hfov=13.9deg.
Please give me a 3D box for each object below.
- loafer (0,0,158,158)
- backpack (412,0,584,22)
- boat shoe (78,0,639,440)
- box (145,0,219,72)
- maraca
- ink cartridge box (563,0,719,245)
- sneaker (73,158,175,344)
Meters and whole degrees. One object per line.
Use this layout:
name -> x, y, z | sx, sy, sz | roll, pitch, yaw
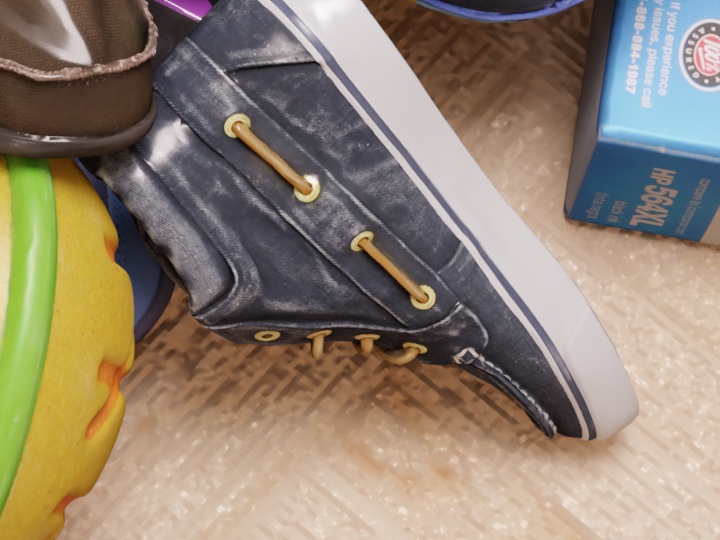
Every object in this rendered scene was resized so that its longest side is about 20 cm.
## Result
loafer -> -0.114, -0.115, 0.801 | 0.073, 0.071, 0.200 | -16, 59, -35
backpack -> 0.031, -0.177, 0.877 | 0.200, 0.135, 0.183 | 35, 108, 11
boat shoe -> 0.000, 0.000, 0.870 | 0.091, 0.200, 0.071 | -40, 33, -2
box -> -0.112, -0.134, 0.911 | 0.200, 0.036, 0.143 | 25, 34, -2
maraca -> -0.127, 0.045, 0.830 | 0.107, 0.137, 0.200 | 13, 111, -25
ink cartridge box -> 0.176, -0.077, 0.937 | 0.200, 0.084, 0.146 | 11, 71, -1
sneaker -> -0.135, -0.051, 0.898 | 0.074, 0.082, 0.200 | -44, 75, 10
